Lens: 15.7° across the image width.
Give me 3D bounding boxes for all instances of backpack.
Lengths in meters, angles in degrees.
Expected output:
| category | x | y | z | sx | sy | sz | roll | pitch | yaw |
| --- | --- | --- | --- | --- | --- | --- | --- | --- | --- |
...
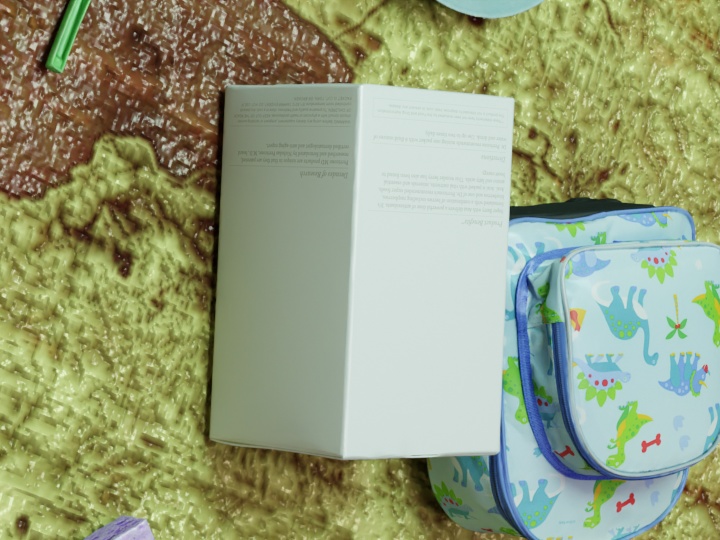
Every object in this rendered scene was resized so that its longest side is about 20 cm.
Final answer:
| category | x | y | z | sx | sy | sz | roll | pitch | yaw |
| --- | --- | --- | --- | --- | --- | --- | --- | --- | --- |
| backpack | 0.127 | 0.063 | 1.542 | 0.183 | 0.147 | 0.201 | -4 | 98 | -38 |

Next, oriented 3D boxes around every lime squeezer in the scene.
| category | x | y | z | sx | sy | sz | roll | pitch | yaw |
| --- | --- | --- | --- | --- | --- | --- | --- | --- | --- |
| lime squeezer | -0.109 | -0.194 | 1.381 | 0.200 | 0.071 | 0.038 | -49 | 145 | 7 |

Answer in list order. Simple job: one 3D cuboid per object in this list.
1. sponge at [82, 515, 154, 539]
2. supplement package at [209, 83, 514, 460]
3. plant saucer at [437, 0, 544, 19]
| category | x | y | z | sx | sy | sz | roll | pitch | yaw |
| --- | --- | --- | --- | --- | --- | --- | --- | --- | --- |
| sponge | -0.129 | 0.246 | 1.407 | 0.111 | 0.030 | 0.200 | -33 | 113 | -35 |
| supplement package | 0.000 | 0.000 | 1.445 | 0.121 | 0.120 | 0.201 | 2 | 91 | -42 |
| plant saucer | 0.064 | -0.249 | 1.541 | 0.201 | 0.039 | 0.202 | -3 | 94 | -41 |
